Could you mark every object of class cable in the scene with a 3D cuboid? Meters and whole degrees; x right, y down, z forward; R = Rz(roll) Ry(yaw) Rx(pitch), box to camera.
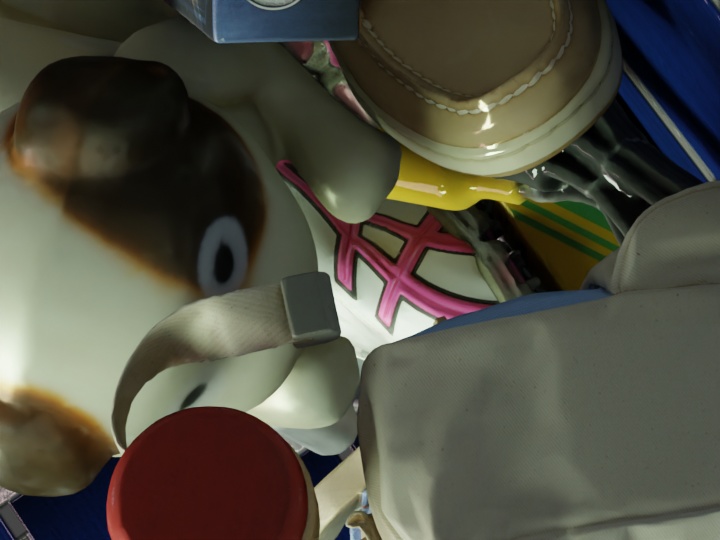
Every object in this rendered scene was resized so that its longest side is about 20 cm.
[{"bbox_3d":[0.068,-0.036,0.758,0.200,0.098,0.050,32,-163,32],"label":"cable"}]

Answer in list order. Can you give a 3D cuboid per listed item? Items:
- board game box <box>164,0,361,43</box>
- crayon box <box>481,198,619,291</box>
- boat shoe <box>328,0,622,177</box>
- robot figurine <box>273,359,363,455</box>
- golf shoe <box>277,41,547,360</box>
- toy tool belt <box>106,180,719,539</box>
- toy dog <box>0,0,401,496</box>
[{"bbox_3d":[-0.036,-0.136,0.657,0.200,0.034,0.136,-136,45,-74],"label":"board game box"},{"bbox_3d":[0.076,-0.012,0.881,0.200,0.051,0.126,55,178,6],"label":"crayon box"},{"bbox_3d":[0.004,-0.101,0.728,0.069,0.074,0.200,51,-177,-43],"label":"boat shoe"},{"bbox_3d":[-0.004,-0.014,1.042,0.112,0.171,0.200,5,165,24],"label":"robot figurine"},{"bbox_3d":[0.000,0.000,0.853,0.200,0.092,0.073,53,177,22],"label":"golf shoe"},{"bbox_3d":[0.043,0.060,0.651,0.123,0.199,0.126,84,173,-67],"label":"toy tool belt"},{"bbox_3d":[-0.079,-0.021,0.717,0.193,0.140,0.200,22,-172,-25],"label":"toy dog"}]
